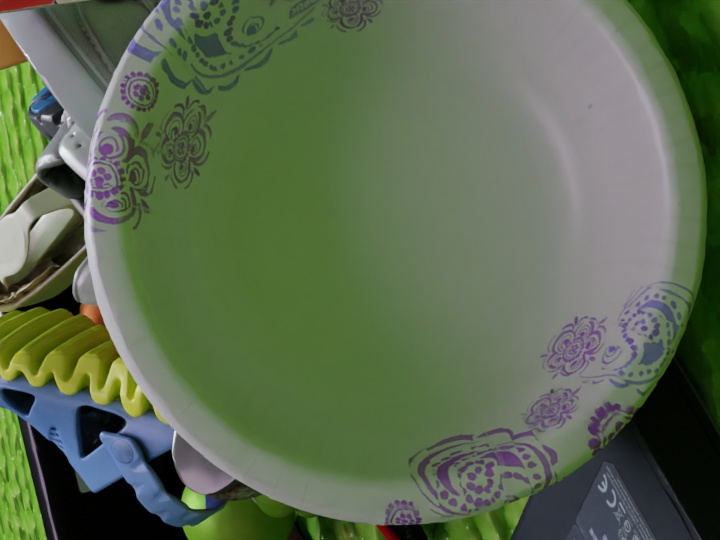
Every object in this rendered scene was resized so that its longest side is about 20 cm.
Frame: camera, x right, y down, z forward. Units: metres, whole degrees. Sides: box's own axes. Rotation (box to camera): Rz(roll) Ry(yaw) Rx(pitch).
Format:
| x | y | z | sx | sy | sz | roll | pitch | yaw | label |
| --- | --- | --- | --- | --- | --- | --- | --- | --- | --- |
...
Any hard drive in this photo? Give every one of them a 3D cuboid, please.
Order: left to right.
| x | y | z | sx | sy | sz | roll | pitch | yaw | label |
| --- | --- | --- | --- | --- | --- | --- | --- | --- | --- |
| 0.101 | 0.141 | 0.716 | 0.201 | 0.033 | 0.140 | 107 | 144 | -47 | hard drive |

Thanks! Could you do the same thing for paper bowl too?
| x | y | z | sx | sy | sz | roll | pitch | yaw | label |
| --- | --- | --- | --- | --- | --- | --- | --- | --- | --- |
| 0.010 | -0.016 | 0.649 | 0.104 | 0.199 | 0.202 | 113 | 143 | -82 | paper bowl |

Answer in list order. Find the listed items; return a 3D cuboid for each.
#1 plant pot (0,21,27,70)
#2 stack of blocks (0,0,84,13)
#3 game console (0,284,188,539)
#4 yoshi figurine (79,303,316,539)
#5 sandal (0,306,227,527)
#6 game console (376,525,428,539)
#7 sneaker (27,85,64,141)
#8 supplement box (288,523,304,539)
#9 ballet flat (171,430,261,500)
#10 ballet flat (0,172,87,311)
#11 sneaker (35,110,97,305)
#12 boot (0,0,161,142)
| x | y | z | sx | sy | sz | roll | pitch | yaw | label |
| --- | --- | --- | --- | --- | --- | --- | --- | --- | --- |
| -0.204 | -0.218 | 1.084 | 0.200 | 0.199 | 0.184 | 17 | 132 | 64 | plant pot |
| -0.049 | -0.165 | 0.706 | 0.059 | 0.198 | 0.116 | -83 | -15 | -81 | stack of blocks |
| -0.152 | 0.110 | 1.160 | 0.116 | 0.175 | 0.202 | -23 | 79 | 44 | game console |
| -0.086 | 0.086 | 1.044 | 0.200 | 0.112 | 0.113 | 49 | 158 | 46 | yoshi figurine |
| -0.134 | 0.073 | 0.963 | 0.199 | 0.079 | 0.088 | 14 | 112 | 30 | sandal |
| 0.000 | 0.000 | 0.903 | 0.200 | 0.118 | 0.173 | 57 | 179 | 42 | game console |
| -0.108 | -0.074 | 1.076 | 0.199 | 0.073 | 0.082 | 19 | 152 | 55 | sneaker |
| -0.085 | 0.252 | 1.072 | 0.103 | 0.130 | 0.201 | 54 | 147 | 42 | supplement box |
| 0.004 | 0.031 | 0.783 | 0.200 | 0.046 | 0.068 | -41 | 59 | 21 | ballet flat |
| -0.139 | -0.044 | 0.982 | 0.200 | 0.069 | 0.070 | -44 | 57 | 34 | ballet flat |
| -0.107 | -0.073 | 0.883 | 0.074 | 0.088 | 0.201 | 94 | 170 | -60 | sneaker |
| -0.101 | -0.123 | 0.812 | 0.074 | 0.095 | 0.200 | 54 | -177 | -33 | boot |
